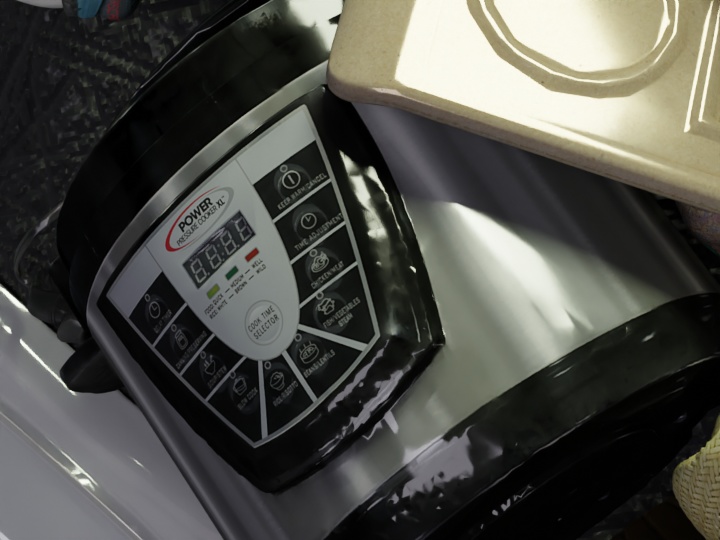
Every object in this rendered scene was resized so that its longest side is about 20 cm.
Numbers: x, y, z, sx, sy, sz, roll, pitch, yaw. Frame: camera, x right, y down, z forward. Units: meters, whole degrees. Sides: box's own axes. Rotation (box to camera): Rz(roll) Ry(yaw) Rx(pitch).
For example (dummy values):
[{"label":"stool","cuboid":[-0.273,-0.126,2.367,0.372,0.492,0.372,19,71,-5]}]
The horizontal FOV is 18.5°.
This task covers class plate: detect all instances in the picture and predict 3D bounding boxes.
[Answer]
[{"label":"plate","cuboid":[-0.153,0.124,0.884,0.200,0.032,0.200,40,109,7]}]

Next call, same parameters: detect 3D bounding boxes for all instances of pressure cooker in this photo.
[{"label":"pressure cooker","cuboid":[0.000,0.001,0.700,0.200,0.175,0.179,56,153,18]}]

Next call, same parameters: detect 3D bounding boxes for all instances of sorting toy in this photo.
[{"label":"sorting toy","cuboid":[0.103,-0.095,0.659,0.199,0.186,0.037,15,149,0]}]

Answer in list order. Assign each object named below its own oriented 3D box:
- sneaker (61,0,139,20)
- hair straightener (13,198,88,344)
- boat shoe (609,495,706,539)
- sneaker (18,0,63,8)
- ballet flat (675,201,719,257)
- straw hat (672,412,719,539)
[{"label":"sneaker","cuboid":[-0.041,-0.144,0.711,0.095,0.080,0.200,8,146,-20]},{"label":"hair straightener","cuboid":[-0.039,0.004,0.824,0.199,0.041,0.077,9,73,20]},{"label":"boat shoe","cuboid":[0.152,0.098,0.738,0.199,0.072,0.065,-28,101,-1]},{"label":"sneaker","cuboid":[-0.167,-0.167,0.806,0.200,0.081,0.077,42,109,5]},{"label":"ballet flat","cuboid":[0.187,-0.068,0.709,0.200,0.068,0.067,-36,125,1]},{"label":"straw hat","cuboid":[0.139,0.059,0.640,0.085,0.201,0.202,31,109,26]}]
